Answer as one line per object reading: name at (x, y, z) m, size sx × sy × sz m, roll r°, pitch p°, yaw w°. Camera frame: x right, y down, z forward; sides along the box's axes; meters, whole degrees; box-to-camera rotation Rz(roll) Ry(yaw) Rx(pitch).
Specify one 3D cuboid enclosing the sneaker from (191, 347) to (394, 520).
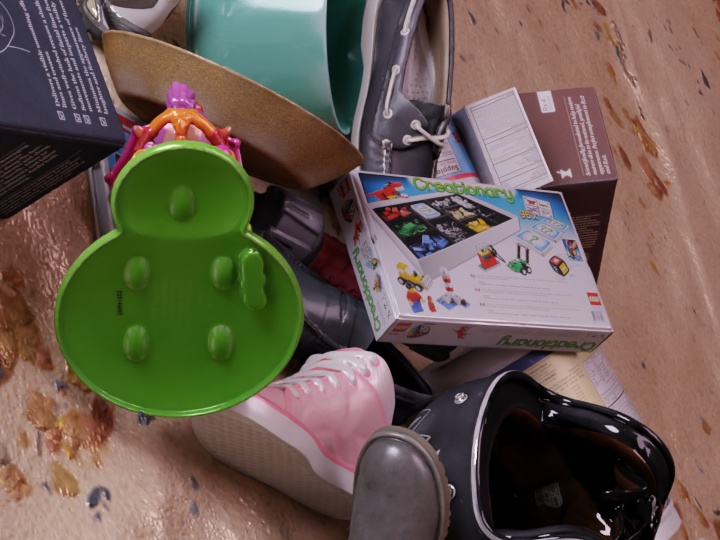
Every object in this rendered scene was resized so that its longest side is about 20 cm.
sneaker at (-0.040, 0.087, 1.440) m, size 0.200 × 0.075 × 0.106 m, roll 38°, pitch 57°, yaw -50°

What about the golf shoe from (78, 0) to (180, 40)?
golf shoe at (-0.167, -0.254, 1.556) m, size 0.078 × 0.094 × 0.201 m, roll 16°, pitch 49°, yaw -53°

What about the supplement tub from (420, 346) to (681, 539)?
supplement tub at (0.146, 0.136, 1.672) m, size 0.201 × 0.144 × 0.144 m, roll 61°, pitch 26°, yaw -2°

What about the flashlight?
flashlight at (0.000, 0.000, 1.594) m, size 0.199 × 0.068 × 0.068 m, roll 32°, pitch 3°, yaw -37°

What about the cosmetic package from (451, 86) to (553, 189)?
cosmetic package at (0.100, -0.091, 1.787) m, size 0.200 × 0.050 × 0.083 m, roll 161°, pitch -92°, yaw -79°

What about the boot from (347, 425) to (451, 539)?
boot at (-0.007, 0.214, 1.351) m, size 0.200 × 0.072 × 0.184 m, roll -37°, pitch 132°, yaw -61°

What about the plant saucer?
plant saucer at (-0.094, -0.102, 1.489) m, size 0.200 × 0.199 × 0.036 m, roll 33°, pitch 80°, yaw -44°

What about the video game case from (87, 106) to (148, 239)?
video game case at (-0.126, -0.008, 1.472) m, size 0.143 × 0.017 × 0.201 m, roll 28°, pitch 41°, yaw -47°

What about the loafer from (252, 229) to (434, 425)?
loafer at (-0.019, 0.039, 1.538) m, size 0.201 × 0.070 × 0.068 m, roll 50°, pitch 27°, yaw -34°

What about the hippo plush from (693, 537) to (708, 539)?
hippo plush at (0.250, 0.300, 1.676) m, size 0.200 × 0.160 × 0.160 m, roll 50°, pitch 28°, yaw -20°

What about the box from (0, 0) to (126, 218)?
box at (-0.253, -0.123, 1.260) m, size 0.199 × 0.107 × 0.150 m, roll 5°, pitch 60°, yaw -60°

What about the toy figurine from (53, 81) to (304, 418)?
toy figurine at (-0.115, -0.044, 1.347) m, size 0.185 × 0.149 × 0.201 m, roll -100°, pitch -170°, yaw -52°

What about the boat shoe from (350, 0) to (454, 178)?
boat shoe at (0.039, -0.121, 1.629) m, size 0.074 × 0.060 × 0.202 m, roll 19°, pitch 69°, yaw -45°

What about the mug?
mug at (-0.065, -0.162, 1.609) m, size 0.152 × 0.113 × 0.187 m, roll -17°, pitch 108°, yaw -78°

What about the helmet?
helmet at (0.108, 0.174, 1.515) m, size 0.189 × 0.202 × 0.200 m, roll 19°, pitch 27°, yaw 9°

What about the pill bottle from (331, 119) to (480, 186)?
pill bottle at (0.031, -0.080, 1.719) m, size 0.109 × 0.108 × 0.201 m, roll -8°, pitch 72°, yaw -62°

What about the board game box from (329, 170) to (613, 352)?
board game box at (0.082, -0.006, 1.578) m, size 0.199 × 0.035 × 0.127 m, roll 5°, pitch 54°, yaw -34°

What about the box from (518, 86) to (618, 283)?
box at (0.166, -0.055, 1.855) m, size 0.201 × 0.074 × 0.101 m, roll 90°, pitch -9°, yaw -57°
